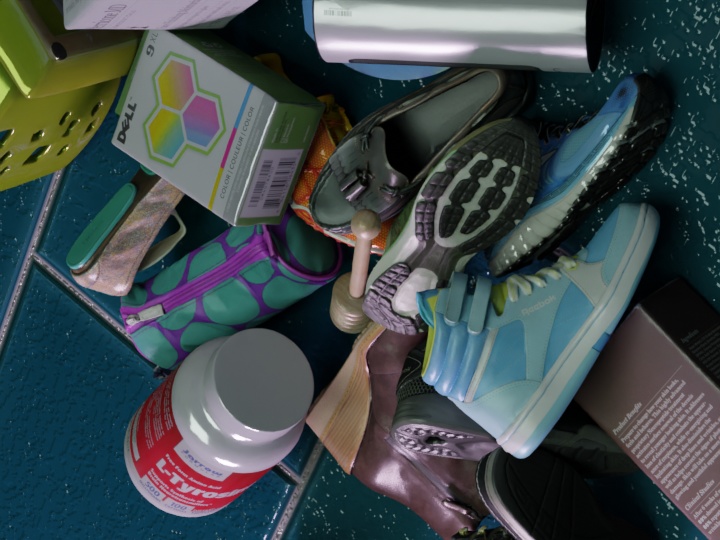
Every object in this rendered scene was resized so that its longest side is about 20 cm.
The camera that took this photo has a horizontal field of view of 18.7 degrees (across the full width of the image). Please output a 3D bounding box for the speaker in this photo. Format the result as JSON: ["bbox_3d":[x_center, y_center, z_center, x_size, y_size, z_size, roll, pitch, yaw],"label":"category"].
[{"bbox_3d":[0.071,-0.182,1.534,0.198,0.081,0.082,4,110,15],"label":"speaker"}]

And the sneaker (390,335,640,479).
[{"bbox_3d":[0.124,0.088,1.612,0.198,0.115,0.076,12,152,-9],"label":"sneaker"}]

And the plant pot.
[{"bbox_3d":[-0.296,-0.190,1.772,0.181,0.199,0.201,-36,84,33],"label":"plant pot"}]

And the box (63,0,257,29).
[{"bbox_3d":[-0.139,-0.287,1.574,0.199,0.130,0.202,166,102,-71],"label":"box"}]

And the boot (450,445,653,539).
[{"bbox_3d":[0.115,0.202,1.632,0.153,0.074,0.203,-13,140,43],"label":"boot"}]

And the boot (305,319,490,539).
[{"bbox_3d":[0.063,0.106,1.705,0.166,0.072,0.200,38,124,5],"label":"boot"}]

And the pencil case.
[{"bbox_3d":[-0.108,0.011,1.766,0.199,0.092,0.086,-31,74,38],"label":"pencil case"}]

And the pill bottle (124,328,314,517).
[{"bbox_3d":[-0.111,0.120,1.760,0.113,0.112,0.200,56,149,6],"label":"pill bottle"}]

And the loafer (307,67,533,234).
[{"bbox_3d":[0.035,-0.096,1.601,0.200,0.063,0.072,-37,85,18],"label":"loafer"}]

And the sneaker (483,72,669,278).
[{"bbox_3d":[0.136,-0.080,1.563,0.090,0.078,0.200,55,129,12],"label":"sneaker"}]

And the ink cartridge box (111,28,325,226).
[{"bbox_3d":[-0.128,-0.125,1.684,0.200,0.059,0.104,34,113,33],"label":"ink cartridge box"}]

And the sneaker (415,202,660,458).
[{"bbox_3d":[0.115,0.016,1.530,0.130,0.080,0.201,32,84,2],"label":"sneaker"}]

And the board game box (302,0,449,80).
[{"bbox_3d":[0.029,-0.243,1.610,0.157,0.039,0.202,5,112,28],"label":"board game box"}]

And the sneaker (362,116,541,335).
[{"bbox_3d":[0.061,-0.049,1.575,0.076,0.089,0.200,23,128,-18],"label":"sneaker"}]

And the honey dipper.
[{"bbox_3d":[0.000,0.000,1.646,0.038,0.038,0.200,49,165,12],"label":"honey dipper"}]

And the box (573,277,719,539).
[{"bbox_3d":[0.253,0.115,1.549,0.200,0.075,0.100,46,128,12],"label":"box"}]

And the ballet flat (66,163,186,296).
[{"bbox_3d":[-0.159,-0.063,1.782,0.200,0.067,0.068,-51,28,7],"label":"ballet flat"}]

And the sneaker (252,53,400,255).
[{"bbox_3d":[-0.030,-0.088,1.687,0.200,0.073,0.077,44,120,14],"label":"sneaker"}]
